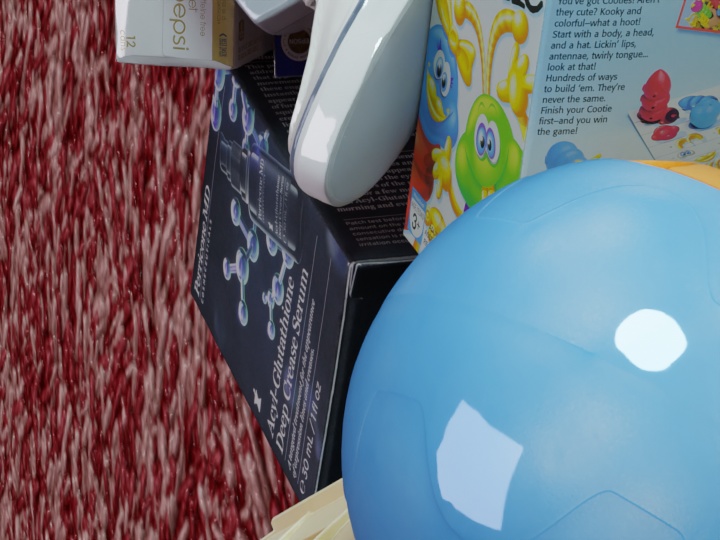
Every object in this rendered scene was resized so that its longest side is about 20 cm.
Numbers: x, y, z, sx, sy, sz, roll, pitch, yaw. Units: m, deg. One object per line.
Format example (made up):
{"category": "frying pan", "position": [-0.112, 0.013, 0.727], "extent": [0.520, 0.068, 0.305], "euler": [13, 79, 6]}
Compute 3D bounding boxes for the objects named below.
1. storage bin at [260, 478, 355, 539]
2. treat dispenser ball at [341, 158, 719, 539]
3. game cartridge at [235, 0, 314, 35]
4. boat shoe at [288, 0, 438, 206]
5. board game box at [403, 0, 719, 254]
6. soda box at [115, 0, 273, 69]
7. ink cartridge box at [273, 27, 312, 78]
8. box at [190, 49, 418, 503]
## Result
{"category": "storage bin", "position": [0.032, 0.185, 0.969], "extent": [0.200, 0.094, 0.198], "euler": [48, 146, -4]}
{"category": "treat dispenser ball", "position": [0.093, 0.062, 0.808], "extent": [0.201, 0.199, 0.203], "euler": [175, 90, -68]}
{"category": "game cartridge", "position": [0.000, -0.206, 1.036], "extent": [0.200, 0.040, 0.134], "euler": [-45, 61, 14]}
{"category": "boat shoe", "position": [0.008, -0.123, 0.959], "extent": [0.201, 0.065, 0.074], "euler": [-66, -23, -14]}
{"category": "board game box", "position": [0.091, -0.085, 0.910], "extent": [0.103, 0.104, 0.202], "euler": [-127, 38, -55]}
{"category": "soda box", "position": [-0.059, -0.152, 1.184], "extent": [0.200, 0.063, 0.069], "euler": [-42, -45, -67]}
{"category": "ink cartridge box", "position": [0.003, -0.193, 1.119], "extent": [0.037, 0.094, 0.202], "euler": [-158, 65, -65]}
{"category": "box", "position": [0.000, 0.000, 1.154], "extent": [0.200, 0.106, 0.149], "euler": [-122, 34, -51]}
